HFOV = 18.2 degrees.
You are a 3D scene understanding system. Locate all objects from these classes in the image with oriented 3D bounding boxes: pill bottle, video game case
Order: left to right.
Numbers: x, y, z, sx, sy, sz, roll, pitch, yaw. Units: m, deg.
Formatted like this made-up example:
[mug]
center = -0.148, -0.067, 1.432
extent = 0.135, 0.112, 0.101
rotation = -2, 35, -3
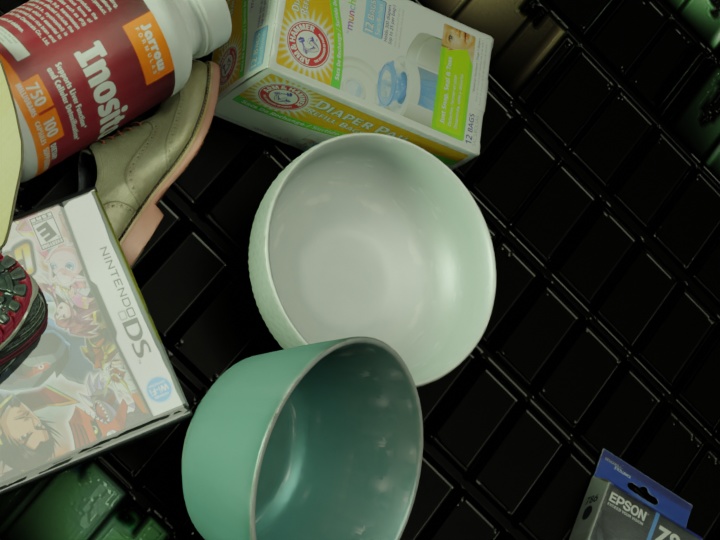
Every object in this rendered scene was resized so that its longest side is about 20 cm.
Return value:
[video game case]
center = -0.244, 0.058, 1.581
extent = 0.200, 0.026, 0.181
rotation = -22, 84, -18
[pill bottle]
center = -0.198, -0.157, 1.641
extent = 0.200, 0.113, 0.113
rotation = -34, 90, -23

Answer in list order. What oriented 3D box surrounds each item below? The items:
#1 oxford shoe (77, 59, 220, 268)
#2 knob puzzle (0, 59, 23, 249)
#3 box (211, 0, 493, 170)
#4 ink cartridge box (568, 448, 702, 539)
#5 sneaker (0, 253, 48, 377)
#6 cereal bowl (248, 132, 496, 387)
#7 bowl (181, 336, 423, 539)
[oxford shoe]
center = -0.167, -0.087, 1.678
extent = 0.074, 0.071, 0.200
rotation = 31, 60, -12
[knob puzzle]
center = -0.319, -0.081, 1.555
extent = 0.219, 0.030, 0.220
rotation = 0, 87, 3
[box]
center = -0.009, -0.155, 1.758
extent = 0.200, 0.101, 0.113
rotation = 21, 63, -27
[ink cartridge box]
center = 0.208, 0.244, 1.785
extent = 0.099, 0.039, 0.200
rotation = 31, 60, -15
[sneaker]
center = -0.292, 0.077, 1.518
extent = 0.200, 0.075, 0.081
rotation = -38, 63, -5
[cereal bowl]
center = 0.000, 0.000, 1.725
extent = 0.200, 0.083, 0.200
rotation = 7, 74, -26
[bowl]
center = -0.053, 0.137, 1.612
extent = 0.201, 0.105, 0.201
rotation = -18, 114, -50
